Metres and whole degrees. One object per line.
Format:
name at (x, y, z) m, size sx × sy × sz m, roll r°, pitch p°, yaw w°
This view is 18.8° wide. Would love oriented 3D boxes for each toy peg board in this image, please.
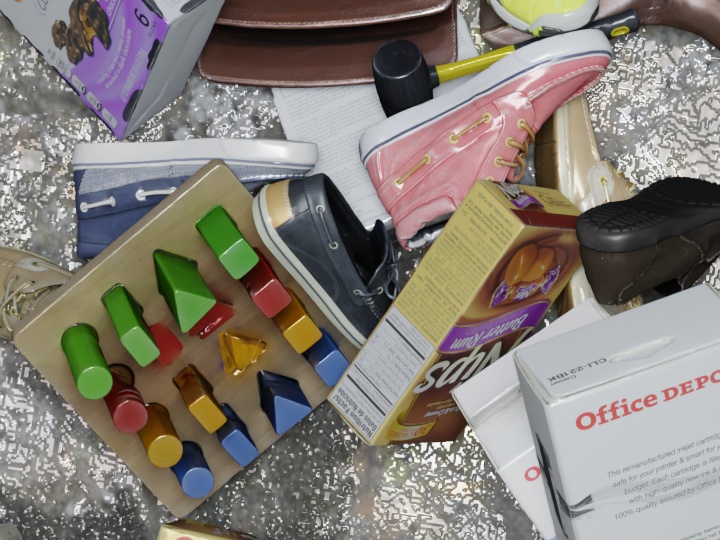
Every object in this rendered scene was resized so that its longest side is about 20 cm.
toy peg board at (-0.110, 0.066, 1.559) m, size 0.200 × 0.098 × 0.200 m, roll -39°, pitch 115°, yaw 1°

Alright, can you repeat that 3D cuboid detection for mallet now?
mallet at (0.106, -0.151, 1.591) m, size 0.198 × 0.066 × 0.041 m, roll -11°, pitch 56°, yaw -5°

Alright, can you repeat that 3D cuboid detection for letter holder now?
letter holder at (-0.029, -0.218, 1.600) m, size 0.198 × 0.101 × 0.144 m, roll -2°, pitch 73°, yaw 5°

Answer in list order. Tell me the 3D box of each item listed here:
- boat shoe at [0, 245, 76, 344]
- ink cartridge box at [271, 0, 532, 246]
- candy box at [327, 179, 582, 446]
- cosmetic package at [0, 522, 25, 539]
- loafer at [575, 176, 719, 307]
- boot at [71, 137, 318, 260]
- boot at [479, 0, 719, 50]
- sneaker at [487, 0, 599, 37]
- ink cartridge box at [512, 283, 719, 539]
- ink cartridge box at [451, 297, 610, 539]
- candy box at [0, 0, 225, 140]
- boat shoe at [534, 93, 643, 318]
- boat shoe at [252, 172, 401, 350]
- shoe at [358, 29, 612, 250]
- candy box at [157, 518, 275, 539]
boat shoe at (-0.242, 0.026, 1.631) m, size 0.198 × 0.065 × 0.073 m, roll 18°, pitch 87°, yaw 5°
ink cartridge box at (0.021, -0.126, 1.644) m, size 0.161 × 0.057 × 0.201 m, roll -22°, pitch 64°, yaw 3°
candy box at (0.075, 0.033, 1.548) m, size 0.056 × 0.116 × 0.201 m, roll 46°, pitch 113°, yaw 27°
cosmetic package at (-0.318, 0.286, 1.607) m, size 0.199 × 0.087 × 0.104 m, roll -34°, pitch 85°, yaw 0°
loafer at (0.220, -0.019, 1.563) m, size 0.073 × 0.199 × 0.072 m, roll 22°, pitch 115°, yaw 42°
boot at (-0.123, -0.052, 1.619) m, size 0.198 × 0.073 × 0.091 m, roll -1°, pitch 92°, yaw 24°
boot at (0.197, -0.172, 1.617) m, size 0.198 × 0.064 × 0.188 m, roll -22°, pitch 81°, yaw 3°
sneaker at (0.112, -0.250, 1.578) m, size 0.075 × 0.077 × 0.201 m, roll -22°, pitch 54°, yaw -6°
ink cartridge box at (0.194, 0.128, 1.414) m, size 0.143 × 0.084 × 0.202 m, roll -19°, pitch 117°, yaw -7°
ink cartridge box at (0.165, 0.128, 1.523) m, size 0.128 × 0.125 × 0.201 m, roll -34°, pitch 116°, yaw 1°
candy box at (-0.201, -0.222, 1.590) m, size 0.200 × 0.168 × 0.071 m, roll 47°, pitch 59°, yaw 8°
boat shoe at (0.173, -0.042, 1.609) m, size 0.068 × 0.074 × 0.202 m, roll -6°, pitch 86°, yaw -9°
boat shoe at (0.000, 0.000, 1.565) m, size 0.062 × 0.200 × 0.075 m, roll -27°, pitch 40°, yaw 19°
shoe at (0.101, -0.091, 1.555) m, size 0.199 × 0.071 × 0.092 m, roll -25°, pitch 70°, yaw 10°
candy box at (-0.047, 0.230, 1.577) m, size 0.198 × 0.115 × 0.056 m, roll 14°, pitch 86°, yaw 5°
